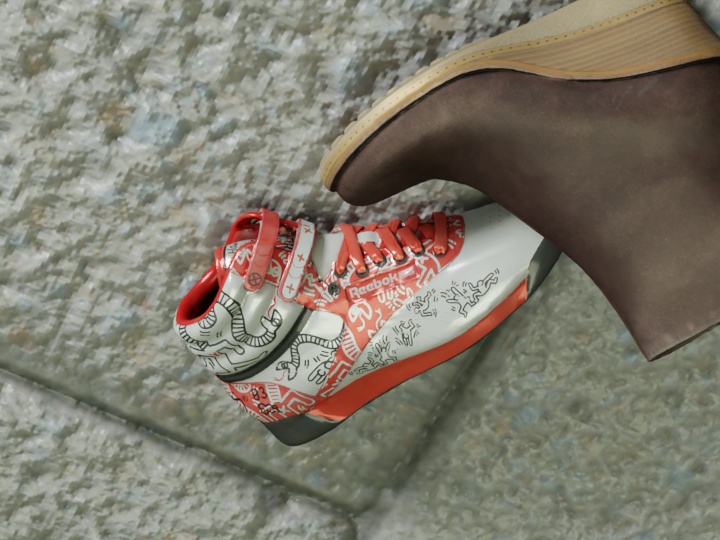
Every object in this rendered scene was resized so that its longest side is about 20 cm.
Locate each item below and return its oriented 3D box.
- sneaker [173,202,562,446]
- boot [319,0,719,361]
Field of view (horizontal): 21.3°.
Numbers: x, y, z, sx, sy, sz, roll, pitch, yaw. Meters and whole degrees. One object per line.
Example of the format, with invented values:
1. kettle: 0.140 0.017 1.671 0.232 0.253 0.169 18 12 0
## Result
1. sneaker: 0.000 0.001 0.959 0.201 0.067 0.108 -35 115 22
2. boot: 0.096 -0.031 0.897 0.200 0.072 0.167 -27 81 9
